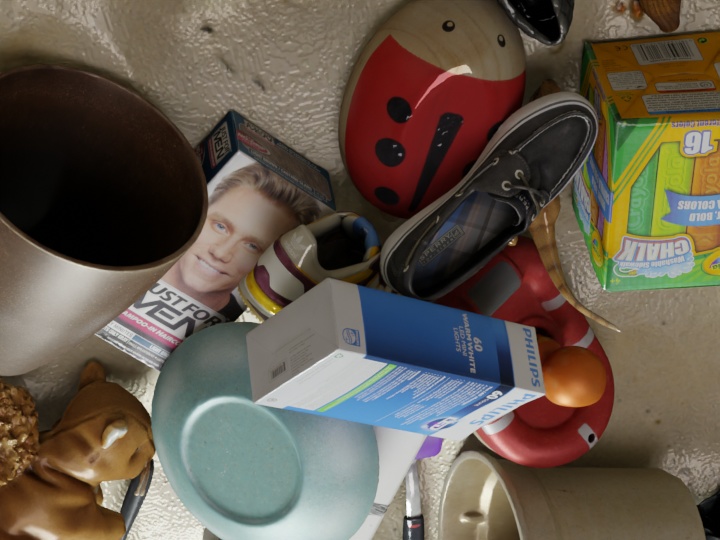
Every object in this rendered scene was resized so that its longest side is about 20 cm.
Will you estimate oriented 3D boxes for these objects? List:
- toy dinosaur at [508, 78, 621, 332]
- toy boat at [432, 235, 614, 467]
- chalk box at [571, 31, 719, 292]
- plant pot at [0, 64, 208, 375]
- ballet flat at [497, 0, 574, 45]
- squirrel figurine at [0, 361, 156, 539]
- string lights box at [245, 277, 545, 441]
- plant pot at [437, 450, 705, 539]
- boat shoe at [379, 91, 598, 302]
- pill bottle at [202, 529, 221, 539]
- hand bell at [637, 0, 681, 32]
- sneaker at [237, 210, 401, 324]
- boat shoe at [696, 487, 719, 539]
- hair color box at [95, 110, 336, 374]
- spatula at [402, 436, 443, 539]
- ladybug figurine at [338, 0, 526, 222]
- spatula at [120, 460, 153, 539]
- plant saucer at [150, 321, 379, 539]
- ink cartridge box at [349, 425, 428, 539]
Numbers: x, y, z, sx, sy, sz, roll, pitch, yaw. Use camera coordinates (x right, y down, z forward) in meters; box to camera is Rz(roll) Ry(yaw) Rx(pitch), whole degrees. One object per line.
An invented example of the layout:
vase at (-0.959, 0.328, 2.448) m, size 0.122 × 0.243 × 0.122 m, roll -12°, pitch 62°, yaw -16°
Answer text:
toy dinosaur at (0.134, -0.043, 1.606) m, size 0.060 × 0.106 × 0.201 m, roll -8°, pitch 86°, yaw -21°
toy boat at (0.144, 0.075, 1.676) m, size 0.130 × 0.131 × 0.200 m, roll -44°, pitch 127°, yaw -15°
chalk box at (0.235, -0.064, 1.611) m, size 0.124 × 0.124 × 0.200 m, roll -5°, pitch 126°, yaw -5°
plant pot at (-0.237, -0.015, 1.553) m, size 0.186 × 0.187 × 0.200 m, roll 18°, pitch 135°, yaw -20°
ballet flat at (0.099, -0.245, 1.499) m, size 0.066 × 0.057 × 0.200 m, roll -32°, pitch 122°, yaw 12°
squirrel figurine at (-0.264, 0.156, 1.687) m, size 0.200 × 0.142 × 0.187 m, roll 36°, pitch 107°, yaw -32°
string lights box at (0.027, 0.069, 1.543) m, size 0.200 × 0.059 × 0.103 m, roll 14°, pitch 147°, yaw -38°
plant pot at (0.187, 0.244, 1.800) m, size 0.183 × 0.201 × 0.201 m, roll -4°, pitch 127°, yaw -19°
boat shoe at (0.099, -0.049, 1.535) m, size 0.200 × 0.066 × 0.070 m, roll -38°, pitch 115°, yaw -1°
pill bottle at (-0.086, 0.294, 1.771) m, size 0.111 × 0.200 × 0.111 m, roll -5°, pitch 126°, yaw -6°
hand bell at (0.199, -0.242, 1.514) m, size 0.104 × 0.104 × 0.200 m, roll -24°, pitch 137°, yaw 8°
sneaker at (0.000, 0.000, 1.604) m, size 0.200 × 0.075 × 0.090 m, roll -7°, pitch 144°, yaw -53°
boat shoe at (0.322, 0.223, 1.863) m, size 0.066 × 0.075 × 0.199 m, roll 29°, pitch 116°, yaw -24°
hair color box at (-0.121, -0.017, 1.628) m, size 0.100 × 0.061 × 0.200 m, roll 31°, pitch 115°, yaw -28°
spatula at (0.045, 0.198, 1.833) m, size 0.056 × 0.021 × 0.200 m, roll -6°, pitch 127°, yaw -7°
ladybug figurine at (0.056, -0.114, 1.578) m, size 0.135 × 0.072 × 0.200 m, roll 9°, pitch 124°, yaw -15°
spatula at (-0.204, 0.241, 1.808) m, size 0.020 × 0.057 × 0.200 m, roll 6°, pitch 121°, yaw -18°
plant saucer at (-0.083, 0.139, 1.619) m, size 0.200 × 0.039 × 0.202 m, roll 10°, pitch 114°, yaw 24°
ink cartridge box at (-0.020, 0.149, 1.708) m, size 0.083 × 0.147 × 0.200 m, roll 19°, pitch 120°, yaw -11°
